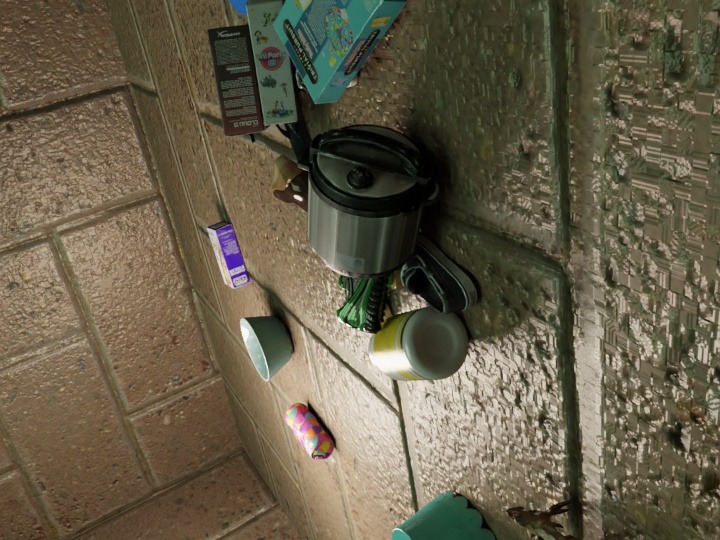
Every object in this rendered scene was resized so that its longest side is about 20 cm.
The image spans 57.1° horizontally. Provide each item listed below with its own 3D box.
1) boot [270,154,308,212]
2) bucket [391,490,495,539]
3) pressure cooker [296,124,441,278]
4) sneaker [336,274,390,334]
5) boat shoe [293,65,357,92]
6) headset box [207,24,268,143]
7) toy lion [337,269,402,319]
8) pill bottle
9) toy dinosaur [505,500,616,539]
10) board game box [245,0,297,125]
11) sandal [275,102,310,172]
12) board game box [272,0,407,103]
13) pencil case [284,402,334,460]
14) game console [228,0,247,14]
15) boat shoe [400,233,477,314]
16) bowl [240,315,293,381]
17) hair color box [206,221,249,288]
[{"bbox_3d":[-0.109,-0.135,1.342,0.167,0.072,0.200,49,171,9],"label":"boot"},{"bbox_3d":[0.161,0.542,1.256,0.207,0.134,0.209,48,151,39],"label":"bucket"},{"bbox_3d":[0.011,-0.110,0.946,0.201,0.174,0.179,95,151,-49],"label":"pressure cooker"},{"bbox_3d":[0.005,-0.003,1.078,0.078,0.084,0.202,37,-117,-71],"label":"sneaker"},{"bbox_3d":[-0.075,-0.326,1.100,0.200,0.060,0.075,32,141,55],"label":"boat shoe"},{"bbox_3d":[-0.217,-0.336,1.211,0.149,0.076,0.202,-100,2,-75],"label":"headset box"},{"bbox_3d":[0.000,0.000,1.240,0.201,0.068,0.193,104,146,-55],"label":"toy lion"},{"bbox_3d":[0.084,0.123,1.083,0.113,0.111,0.200,67,158,1],"label":"pill bottle"},{"bbox_3d":[0.297,0.392,0.898,0.201,0.086,0.135,56,171,-15],"label":"toy dinosaur"},{"bbox_3d":[-0.152,-0.379,1.156,0.148,0.063,0.202,-102,4,-56],"label":"board game box"},{"bbox_3d":[-0.141,-0.289,1.304,0.202,0.042,0.076,68,157,0],"label":"sandal"},{"bbox_3d":[-0.036,-0.361,0.929,0.200,0.047,0.152,-43,69,48],"label":"board game box"},{"bbox_3d":[-0.156,0.484,1.988,0.200,0.088,0.089,39,144,50],"label":"pencil case"},{"bbox_3d":[-0.222,-0.586,1.253,0.200,0.117,0.172,37,112,50],"label":"game console"},{"bbox_3d":[0.093,0.006,1.008,0.200,0.067,0.072,46,149,47],"label":"boat shoe"},{"bbox_3d":[-0.273,0.217,1.980,0.201,0.104,0.202,47,149,40],"label":"bowl"},{"bbox_3d":[-0.431,-0.051,2.149,0.109,0.064,0.202,17,127,61],"label":"hair color box"}]
